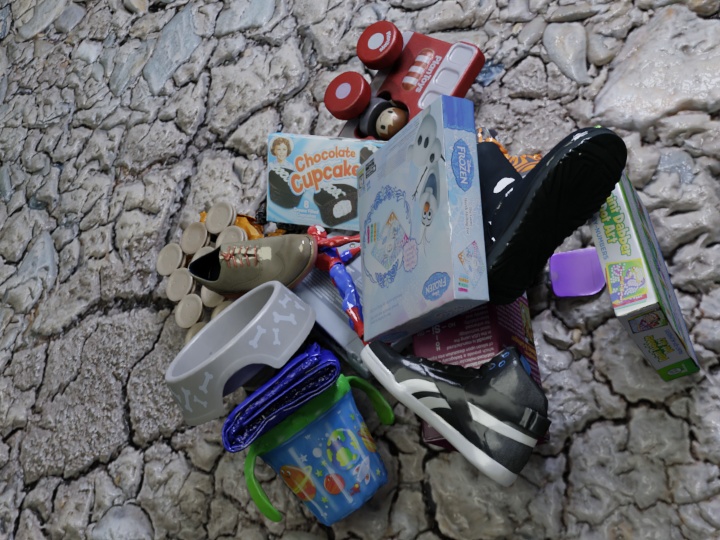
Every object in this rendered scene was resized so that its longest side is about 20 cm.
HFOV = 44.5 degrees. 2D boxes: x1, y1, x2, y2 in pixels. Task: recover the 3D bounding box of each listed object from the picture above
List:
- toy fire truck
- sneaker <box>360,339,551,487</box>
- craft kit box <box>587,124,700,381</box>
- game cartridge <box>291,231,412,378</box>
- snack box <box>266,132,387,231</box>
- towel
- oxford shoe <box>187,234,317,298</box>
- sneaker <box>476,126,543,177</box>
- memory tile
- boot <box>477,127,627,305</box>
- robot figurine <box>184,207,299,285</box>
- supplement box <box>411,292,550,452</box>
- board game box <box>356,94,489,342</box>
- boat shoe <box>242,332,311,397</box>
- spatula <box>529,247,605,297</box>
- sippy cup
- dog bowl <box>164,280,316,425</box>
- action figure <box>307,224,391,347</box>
[{"bbox_3d":[0.058,-0.231,1.189,0.167,0.112,0.202,28,83,39],"label":"toy fire truck"},{"bbox_3d":[0.101,0.104,0.863,0.199,0.073,0.113,38,92,26],"label":"sneaker"},{"bbox_3d":[0.278,-0.013,0.896,0.048,0.197,0.203,-20,57,20],"label":"craft kit box"},{"bbox_3d":[-0.006,0.035,1.115,0.133,0.041,0.200,-38,54,-17],"label":"game cartridge"},{"bbox_3d":[-0.028,-0.115,1.162,0.196,0.037,0.119,7,104,18],"label":"snack box"},{"bbox_3d":[-0.089,0.136,0.995,0.147,0.200,0.050,-35,88,-4],"label":"towel"},{"bbox_3d":[-0.138,-0.006,1.109,0.198,0.074,0.072,-18,64,38],"label":"oxford shoe"},{"bbox_3d":[0.188,-0.134,1.086,0.197,0.077,0.114,-15,61,24],"label":"sneaker"},{"bbox_3d":[-0.206,0.011,1.222,0.153,0.017,0.202,-38,54,15],"label":"memory tile"},{"bbox_3d":[0.152,-0.088,0.870,0.201,0.076,0.169,-55,33,24],"label":"boot"},{"bbox_3d":[-0.167,-0.024,1.260,0.197,0.058,0.147,10,73,35],"label":"robot figurine"},{"bbox_3d":[0.128,0.089,0.968,0.102,0.131,0.204,-16,65,25],"label":"supplement box"},{"bbox_3d":[0.057,-0.043,0.907,0.200,0.043,0.203,149,123,-61],"label":"board game box"},{"bbox_3d":[-0.097,0.085,1.161,0.071,0.068,0.202,0,51,34],"label":"boat shoe"},{"bbox_3d":[0.191,0.018,1.044,0.197,0.020,0.058,-14,65,26],"label":"spatula"},{"bbox_3d":[-0.039,0.211,1.009,0.177,0.140,0.131,-36,89,1],"label":"sippy cup"},{"bbox_3d":[-0.146,0.090,1.036,0.199,0.059,0.200,-37,14,10],"label":"dog bowl"},{"bbox_3d":[0.000,0.000,1.079,0.098,0.066,0.201,-29,52,-8],"label":"action figure"}]
